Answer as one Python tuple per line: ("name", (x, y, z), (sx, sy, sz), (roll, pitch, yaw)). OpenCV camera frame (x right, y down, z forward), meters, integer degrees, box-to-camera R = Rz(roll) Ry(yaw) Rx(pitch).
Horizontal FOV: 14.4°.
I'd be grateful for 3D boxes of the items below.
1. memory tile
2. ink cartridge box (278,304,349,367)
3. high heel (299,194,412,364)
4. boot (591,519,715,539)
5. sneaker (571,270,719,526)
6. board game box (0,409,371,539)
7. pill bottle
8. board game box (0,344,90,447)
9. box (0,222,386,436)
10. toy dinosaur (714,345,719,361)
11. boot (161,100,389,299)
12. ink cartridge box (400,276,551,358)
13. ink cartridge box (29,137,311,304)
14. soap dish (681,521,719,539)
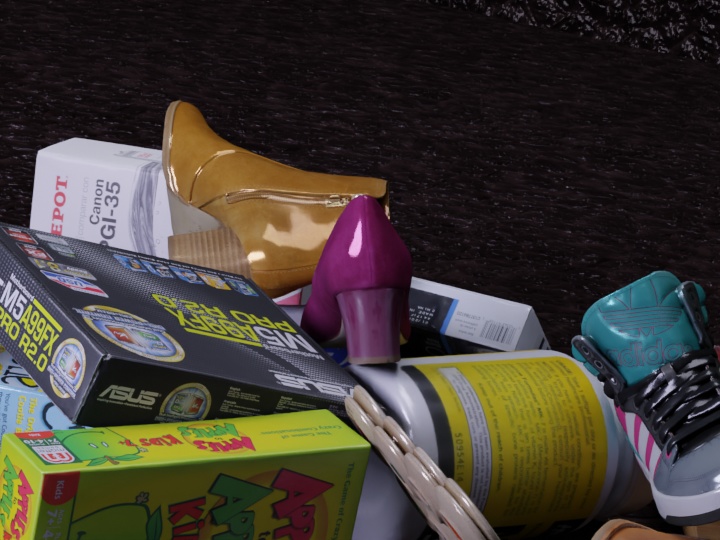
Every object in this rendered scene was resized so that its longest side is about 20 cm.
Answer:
("memory tile", (0.057, 0.145, 1.499), (0.017, 0.153, 0.200), (-37, 23, -5))
("ink cartridge box", (-0.090, 0.070, 1.786), (0.199, 0.094, 0.044), (1, 29, -24))
("high heel", (0.000, 0.000, 1.695), (0.067, 0.096, 0.200), (-3, 4, -11))
("boot", (0.209, 0.184, 1.528), (0.155, 0.077, 0.200), (9, 0, 29))
("sneaker", (0.176, 0.064, 1.600), (0.083, 0.121, 0.200), (-26, 11, -3))
("board game box", (-0.097, 0.134, 1.499), (0.200, 0.102, 0.048), (-2, 23, -34))
("pill bottle", (0.080, 0.105, 1.700), (0.200, 0.115, 0.114), (-2, 16, -35))
("board game box", (-0.224, 0.094, 1.601), (0.199, 0.105, 0.103), (10, 13, 11))
("box", (-0.107, 0.041, 1.581), (0.200, 0.044, 0.160), (13, 19, -40))
("toy dinosaur", (0.342, 0.076, 1.781), (0.200, 0.105, 0.182), (-29, 29, 3))
("boot", (-0.054, -0.048, 1.843), (0.144, 0.071, 0.201), (-6, 37, -2))
("ink cartridge box", (0.084, 0.073, 1.862), (0.099, 0.039, 0.200), (13, -23, 24))
("ink cartridge box", (-0.127, -0.002, 1.967), (0.199, 0.147, 0.083), (9, 11, 12))
("soap dish", (0.283, 0.135, 1.754), (0.199, 0.081, 0.157), (6, 13, -5))
